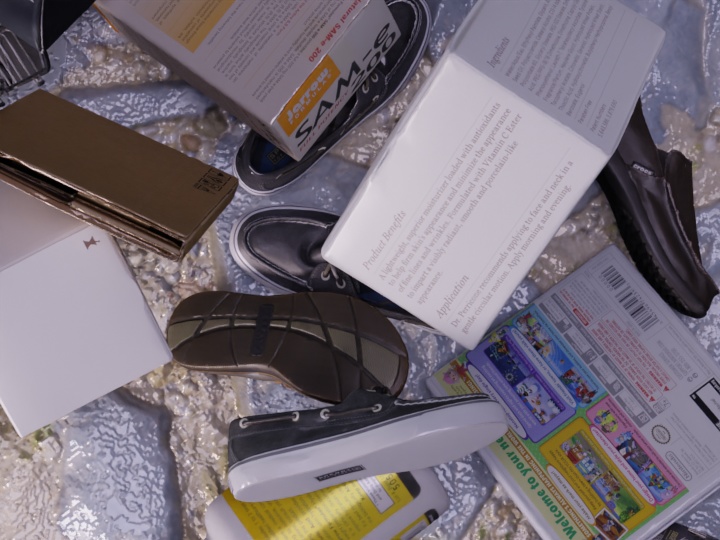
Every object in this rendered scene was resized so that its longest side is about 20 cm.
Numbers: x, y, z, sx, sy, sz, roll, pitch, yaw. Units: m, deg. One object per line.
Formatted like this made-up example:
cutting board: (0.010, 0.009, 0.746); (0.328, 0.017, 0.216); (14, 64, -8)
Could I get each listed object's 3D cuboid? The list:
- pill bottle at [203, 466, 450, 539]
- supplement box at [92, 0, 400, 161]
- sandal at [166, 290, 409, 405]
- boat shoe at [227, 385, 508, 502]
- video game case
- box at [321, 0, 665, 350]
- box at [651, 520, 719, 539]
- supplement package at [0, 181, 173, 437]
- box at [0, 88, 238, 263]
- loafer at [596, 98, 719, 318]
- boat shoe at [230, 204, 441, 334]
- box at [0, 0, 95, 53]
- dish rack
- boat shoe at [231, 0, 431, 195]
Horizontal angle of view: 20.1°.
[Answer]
pill bottle: (-0.043, 0.186, 1.471); (0.200, 0.111, 0.112); (-37, 89, -7)
supplement box: (-0.088, -0.189, 1.484); (0.200, 0.074, 0.126); (37, 84, 24)
sandal: (-0.050, 0.060, 1.488); (0.199, 0.055, 0.082); (3, 69, 27)
boat shoe: (0.001, 0.109, 1.399); (0.199, 0.069, 0.057); (-14, 67, 6)
video game case: (0.176, 0.104, 1.500); (0.182, 0.022, 0.200); (-35, 64, -6)
box: (0.095, -0.090, 1.423); (0.130, 0.200, 0.199); (32, 127, -1)
box: (0.197, 0.277, 1.456); (0.049, 0.161, 0.201); (31, 83, -16)
supplement package: (-0.226, 0.001, 1.413); (0.119, 0.200, 0.122); (-27, 118, -6)
box: (-0.173, -0.069, 1.369); (0.163, 0.200, 0.021); (24, 105, 0)
loafer: (0.224, -0.060, 1.529); (0.071, 0.073, 0.201); (-27, 88, -4)
boat shoe: (0.000, 0.000, 1.504); (0.199, 0.066, 0.070); (22, 84, -2)
box: (-0.257, -0.271, 1.433); (0.200, 0.079, 0.141); (36, 61, 10)
dish rack: (-0.303, -0.121, 1.426); (0.153, 0.200, 0.055); (-25, 100, 10)
boat shoe: (-0.020, -0.137, 1.521); (0.200, 0.066, 0.070); (-42, 90, -6)
